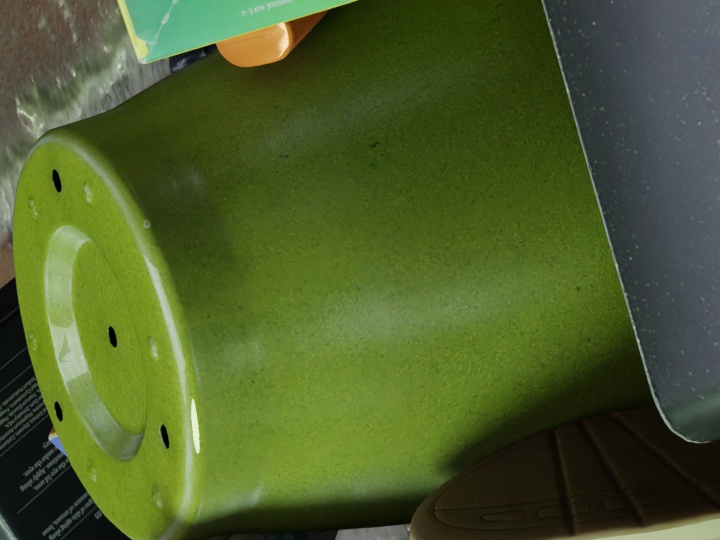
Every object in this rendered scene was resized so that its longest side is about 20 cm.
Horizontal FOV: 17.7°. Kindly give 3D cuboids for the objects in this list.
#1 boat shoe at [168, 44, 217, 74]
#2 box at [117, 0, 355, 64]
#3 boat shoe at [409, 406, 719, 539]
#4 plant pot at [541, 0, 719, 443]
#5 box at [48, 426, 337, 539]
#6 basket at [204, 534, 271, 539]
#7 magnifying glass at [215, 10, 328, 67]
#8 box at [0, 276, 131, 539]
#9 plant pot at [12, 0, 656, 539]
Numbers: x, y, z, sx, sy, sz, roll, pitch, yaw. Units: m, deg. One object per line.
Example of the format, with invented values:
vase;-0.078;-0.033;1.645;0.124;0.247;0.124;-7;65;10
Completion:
boat shoe;-0.019;-0.045;0.898;0.200;0.060;0.076;60;-172;-54
box;-0.013;-0.128;0.703;0.200;0.116;0.049;-93;-14;-69
boat shoe;0.114;0.079;0.665;0.071;0.198;0.065;-103;4;-68
plant pot;0.165;-0.095;0.500;0.177;0.198;0.202;-19;87;51
box;-0.048;0.045;0.915;0.041;0.201;0.119;-23;121;38
basket;-0.024;0.194;0.739;0.200;0.160;0.200;-49;-21;-88
magnifying glass;0.001;-0.113;0.742;0.079;0.200;0.023;-9;115;25
box;-0.101;0.064;0.948;0.079;0.200;0.142;-24;103;42
plant pot;0.000;0.000;0.731;0.200;0.192;0.202;39;137;48
